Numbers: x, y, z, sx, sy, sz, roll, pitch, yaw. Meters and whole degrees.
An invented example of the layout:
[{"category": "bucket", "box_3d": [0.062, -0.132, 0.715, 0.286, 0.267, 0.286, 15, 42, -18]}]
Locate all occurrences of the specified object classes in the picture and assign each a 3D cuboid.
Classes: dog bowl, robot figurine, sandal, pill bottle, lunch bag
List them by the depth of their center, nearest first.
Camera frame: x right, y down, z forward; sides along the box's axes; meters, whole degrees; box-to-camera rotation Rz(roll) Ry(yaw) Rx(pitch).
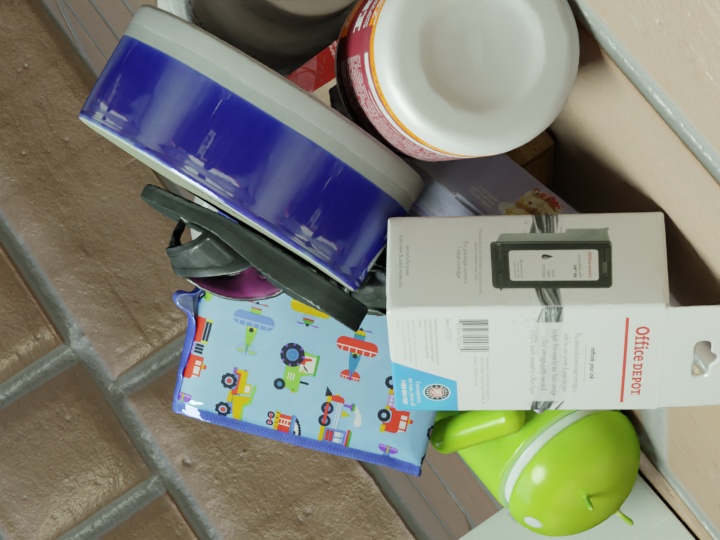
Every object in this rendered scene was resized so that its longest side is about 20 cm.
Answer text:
[{"category": "pill bottle", "box_3d": [0.046, -0.119, 1.280, 0.113, 0.113, 0.200, 57, 172, -7]}, {"category": "dog bowl", "box_3d": [-0.065, -0.072, 1.342, 0.199, 0.079, 0.200, 32, 179, 1]}, {"category": "pill bottle", "box_3d": [-0.056, -0.184, 1.403, 0.115, 0.114, 0.200, 57, 165, -4]}, {"category": "sandal", "box_3d": [-0.081, -0.003, 1.418, 0.200, 0.048, 0.075, 30, 177, 42]}, {"category": "lunch bag", "box_3d": [-0.039, 0.047, 1.623, 0.199, 0.152, 0.094, 14, -177, -12]}, {"category": "robot figurine", "box_3d": [0.130, 0.114, 1.691, 0.200, 0.116, 0.175, 50, -165, 32]}]

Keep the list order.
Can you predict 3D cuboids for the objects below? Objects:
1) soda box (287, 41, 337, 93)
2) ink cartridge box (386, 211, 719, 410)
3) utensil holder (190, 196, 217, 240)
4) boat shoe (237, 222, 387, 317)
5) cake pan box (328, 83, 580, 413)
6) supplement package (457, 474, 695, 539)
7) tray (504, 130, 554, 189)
[{"category": "soda box", "box_3d": [-0.072, -0.229, 1.721, 0.063, 0.070, 0.201, 48, 167, 50]}, {"category": "ink cartridge box", "box_3d": [0.117, 0.025, 1.309, 0.116, 0.199, 0.068, 84, -173, -57]}, {"category": "utensil holder", "box_3d": [-0.032, -0.013, 2.012, 0.200, 0.170, 0.170, 46, 167, 40]}, {"category": "boat shoe", "box_3d": [0.000, 0.000, 1.447, 0.200, 0.071, 0.072, 32, 153, 39]}, {"category": "cake pan box", "box_3d": [0.061, -0.023, 1.452, 0.200, 0.052, 0.185, 40, 156, 28]}, {"category": "supplement package", "box_3d": [0.195, 0.273, 1.802, 0.151, 0.151, 0.200, 51, 170, 39]}, {"category": "tray", "box_3d": [0.054, -0.134, 1.461, 0.200, 0.037, 0.099, 54, 171, 16]}]
